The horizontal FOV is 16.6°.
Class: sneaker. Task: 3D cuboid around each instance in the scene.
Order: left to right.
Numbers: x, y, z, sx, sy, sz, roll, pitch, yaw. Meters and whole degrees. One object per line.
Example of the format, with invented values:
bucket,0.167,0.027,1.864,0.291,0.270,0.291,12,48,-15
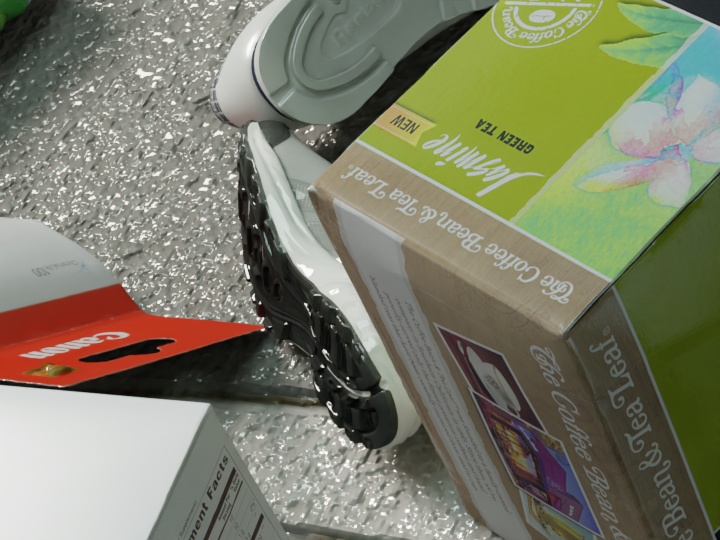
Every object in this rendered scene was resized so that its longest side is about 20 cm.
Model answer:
sneaker,0.000,0.000,1.052,0.079,0.074,0.200,-16,41,-18
sneaker,0.011,-0.134,1.164,0.200,0.077,0.080,-36,8,-26

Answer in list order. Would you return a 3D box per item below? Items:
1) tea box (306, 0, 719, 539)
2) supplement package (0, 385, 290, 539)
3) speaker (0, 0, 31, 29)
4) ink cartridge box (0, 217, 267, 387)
tea box,0.117,-0.005,0.896,0.197,0.201,0.133,-44,47,-18
supplement package,-0.149,0.136,0.957,0.199,0.111,0.156,4,52,27
speaker,-0.251,-0.111,1.254,0.088,0.089,0.200,23,63,39
ink cartridge box,-0.165,0.009,1.065,0.199,0.058,0.162,-1,7,29
